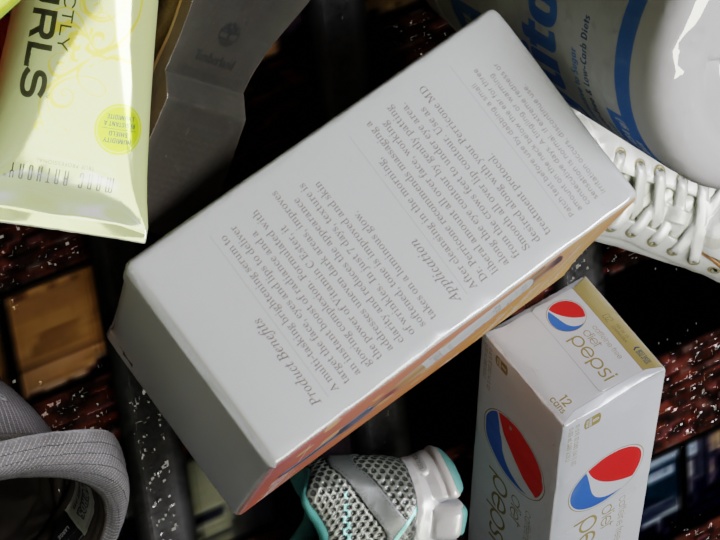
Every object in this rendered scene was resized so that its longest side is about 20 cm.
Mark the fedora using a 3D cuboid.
[{"bbox_3d":[-0.196,0.101,1.161,0.200,0.090,0.177,-10,145,-45],"label":"fedora"}]

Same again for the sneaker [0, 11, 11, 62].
[{"bbox_3d":[-0.212,-0.067,1.082,0.199,0.085,0.077,-7,118,-32],"label":"sneaker"}]

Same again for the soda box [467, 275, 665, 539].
[{"bbox_3d":[0.100,0.096,1.359,0.064,0.068,0.200,-28,148,-19],"label":"soda box"}]

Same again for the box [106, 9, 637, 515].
[{"bbox_3d":[0.000,0.000,1.206,0.200,0.152,0.106,-36,85,-14],"label":"box"}]

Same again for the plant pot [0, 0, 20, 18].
[{"bbox_3d":[-0.236,-0.133,0.914,0.200,0.181,0.199,-39,107,-7],"label":"plant pot"}]

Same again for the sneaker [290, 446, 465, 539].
[{"bbox_3d":[-0.019,0.176,1.361,0.091,0.078,0.201,10,105,-21],"label":"sneaker"}]

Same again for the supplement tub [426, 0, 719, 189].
[{"bbox_3d":[0.125,-0.130,1.209,0.132,0.200,0.132,-16,122,-28],"label":"supplement tub"}]

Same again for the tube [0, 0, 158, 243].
[{"bbox_3d":[-0.109,-0.115,1.109,0.052,0.058,0.201,11,88,-63],"label":"tube"}]

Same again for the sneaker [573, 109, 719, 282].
[{"bbox_3d":[0.161,-0.037,1.363,0.199,0.085,0.073,8,111,-36],"label":"sneaker"}]

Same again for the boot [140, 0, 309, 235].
[{"bbox_3d":[-0.070,-0.120,1.161,0.074,0.075,0.201,25,92,-49],"label":"boot"}]
